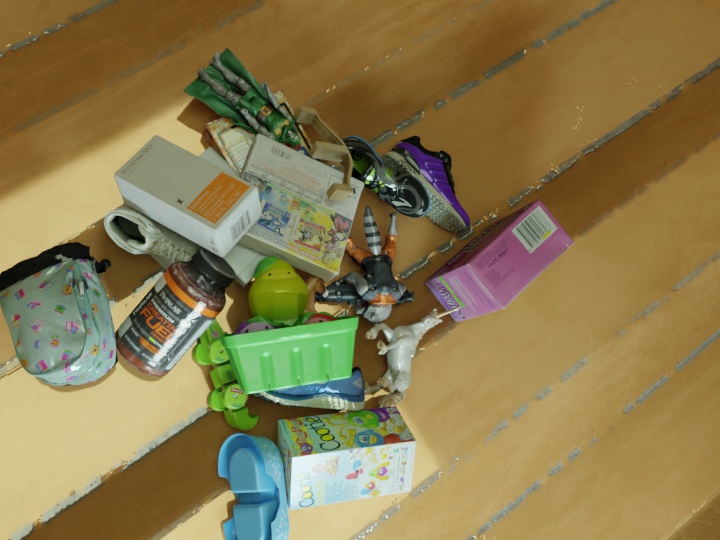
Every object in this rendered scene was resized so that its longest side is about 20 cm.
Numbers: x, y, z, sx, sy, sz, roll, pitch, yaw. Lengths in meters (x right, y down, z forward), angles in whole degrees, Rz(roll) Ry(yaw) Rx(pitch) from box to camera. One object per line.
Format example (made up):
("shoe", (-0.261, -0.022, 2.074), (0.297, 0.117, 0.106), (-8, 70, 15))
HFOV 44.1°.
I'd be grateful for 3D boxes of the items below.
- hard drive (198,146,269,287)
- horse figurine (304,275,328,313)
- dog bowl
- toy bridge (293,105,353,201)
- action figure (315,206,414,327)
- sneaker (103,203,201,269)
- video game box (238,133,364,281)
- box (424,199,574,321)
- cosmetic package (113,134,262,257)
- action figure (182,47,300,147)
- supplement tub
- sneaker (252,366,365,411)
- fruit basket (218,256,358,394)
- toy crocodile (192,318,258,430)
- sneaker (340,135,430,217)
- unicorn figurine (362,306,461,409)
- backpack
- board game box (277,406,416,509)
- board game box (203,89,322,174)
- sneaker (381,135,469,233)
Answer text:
("hard drive", (-0.216, -0.088, 1.436), (0.200, 0.027, 0.132), (44, 65, -3))
("horse figurine", (-0.118, 0.107, 1.445), (0.200, 0.050, 0.133), (-30, 115, -12))
("dog bowl", (-0.163, 0.352, 1.384), (0.050, 0.111, 0.200), (2, 78, -49))
("toy bridge", (-0.051, -0.197, 1.477), (0.067, 0.027, 0.200), (3, 50, -36))
("action figure", (0.000, 0.000, 1.500), (0.200, 0.105, 0.194), (-6, 73, -18))
("sneaker", (-0.312, -0.032, 1.396), (0.200, 0.116, 0.074), (33, 99, -4))
("video game box", (-0.108, -0.102, 1.443), (0.200, 0.047, 0.182), (24, 59, -15))
("box", (0.232, -0.013, 1.515), (0.176, 0.200, 0.097), (-41, 92, -18))
("cosmetic package", (-0.260, -0.115, 1.344), (0.200, 0.071, 0.101), (27, 60, 19))
("action figure", (-0.178, -0.275, 1.476), (0.200, 0.055, 0.118), (39, 68, -6))
("supplement tub", (-0.280, 0.060, 1.363), (0.107, 0.107, 0.200), (40, 100, -6))
("sneaker", (-0.088, 0.176, 1.426), (0.200, 0.079, 0.089), (7, 82, -22))
("fruit basket", (-0.114, 0.074, 1.347), (0.215, 0.156, 0.216), (1, 87, -13))
("toy crocodile", (-0.217, 0.162, 1.424), (0.062, 0.067, 0.200), (-17, 87, -37))
("sneaker", (0.032, -0.155, 1.527), (0.200, 0.071, 0.083), (40, 30, 9))
("unicorn figurine", (0.068, 0.136, 1.494), (0.137, 0.074, 0.200), (-1, 116, -47))
("backpack", (-0.446, 0.074, 1.311), (0.167, 0.127, 0.200), (-25, 76, 10))
("board game box", (-0.026, 0.296, 1.416), (0.200, 0.103, 0.105), (-4, 116, -17))
("board game box", (-0.153, -0.187, 1.515), (0.151, 0.046, 0.200), (-28, 89, -19))
("sneaker", (0.139, -0.162, 1.585), (0.200, 0.070, 0.100), (47, 66, -5))
